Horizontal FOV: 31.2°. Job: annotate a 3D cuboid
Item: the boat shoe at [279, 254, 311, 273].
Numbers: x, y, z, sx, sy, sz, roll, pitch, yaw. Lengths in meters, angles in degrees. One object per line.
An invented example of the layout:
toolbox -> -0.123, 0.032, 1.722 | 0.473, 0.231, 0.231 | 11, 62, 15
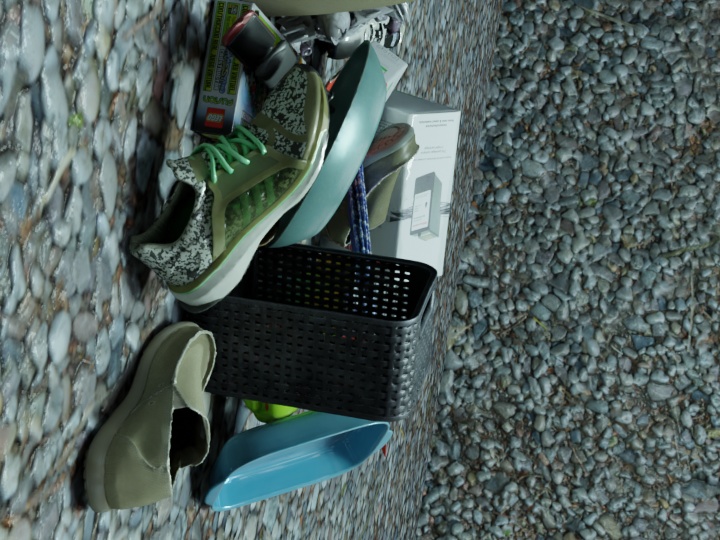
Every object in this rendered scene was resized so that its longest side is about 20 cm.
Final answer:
boat shoe -> -0.060, 0.057, 1.406 | 0.072, 0.059, 0.202 | -68, 163, -52

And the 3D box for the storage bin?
storage bin -> -0.040, 0.047, 1.112 | 0.135, 0.197, 0.095 | -58, 155, -65

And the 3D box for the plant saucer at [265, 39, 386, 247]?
plant saucer -> -0.025, -0.104, 1.134 | 0.201, 0.036, 0.201 | -59, -167, 22

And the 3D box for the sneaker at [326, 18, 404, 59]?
sneaker -> 0.006, -0.276, 1.472 | 0.200, 0.071, 0.073 | -47, 146, -70

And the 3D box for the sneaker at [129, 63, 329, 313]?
sneaker -> -0.096, -0.068, 0.932 | 0.088, 0.077, 0.201 | 31, 92, -46

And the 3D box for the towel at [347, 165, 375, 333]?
towel -> 0.000, 0.000, 1.286 | 0.201, 0.023, 0.146 | -95, 180, -51

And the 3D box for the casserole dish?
casserole dish -> -0.063, 0.173, 1.230 | 0.039, 0.198, 0.122 | 64, -30, 24

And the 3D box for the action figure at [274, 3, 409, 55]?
action figure -> -0.015, -0.252, 1.258 | 0.201, 0.128, 0.070 | -78, 161, -66

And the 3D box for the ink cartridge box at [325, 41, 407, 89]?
ink cartridge box -> -0.016, -0.164, 1.345 | 0.110, 0.050, 0.200 | -56, -179, 24

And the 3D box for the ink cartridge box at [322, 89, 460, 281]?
ink cartridge box -> 0.033, -0.102, 1.518 | 0.083, 0.145, 0.203 | -8, 113, -37

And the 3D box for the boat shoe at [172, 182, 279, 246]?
boat shoe -> -0.098, -0.046, 1.089 | 0.200, 0.067, 0.073 | -42, 140, -74

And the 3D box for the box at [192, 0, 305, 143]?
box -> -0.093, -0.155, 1.124 | 0.200, 0.034, 0.112 | 23, 76, -80

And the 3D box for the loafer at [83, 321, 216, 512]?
loafer -> -0.142, 0.112, 0.971 | 0.201, 0.067, 0.077 | -67, 163, -54

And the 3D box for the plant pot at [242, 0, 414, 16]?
plant pot -> 0.010, -0.304, 1.117 | 0.187, 0.197, 0.190 | 9, 90, -80

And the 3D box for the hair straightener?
hair straightener -> -0.058, -0.147, 1.036 | 0.041, 0.077, 0.200 | -47, 172, -3

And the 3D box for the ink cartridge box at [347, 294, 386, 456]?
ink cartridge box -> -0.015, 0.113, 1.497 | 0.201, 0.050, 0.110 | -112, -162, -51

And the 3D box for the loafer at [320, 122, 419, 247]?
loafer -> 0.011, -0.089, 1.394 | 0.075, 0.070, 0.200 | -49, -174, -37

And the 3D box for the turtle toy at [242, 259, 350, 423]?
turtle toy -> -0.063, 0.077, 1.269 | 0.201, 0.099, 0.148 | -79, 171, -61
